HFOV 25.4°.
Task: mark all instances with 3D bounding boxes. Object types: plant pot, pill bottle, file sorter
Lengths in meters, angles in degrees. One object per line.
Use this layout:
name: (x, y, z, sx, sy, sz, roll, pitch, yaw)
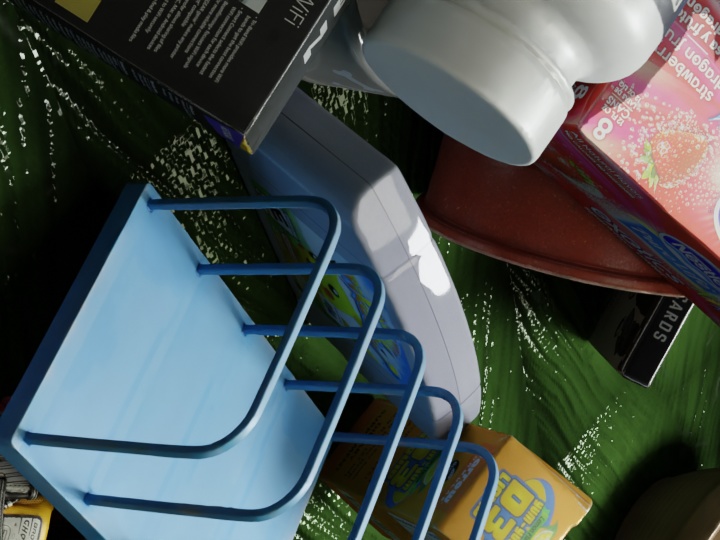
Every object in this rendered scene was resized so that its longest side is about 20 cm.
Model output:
plant pot: (0.143, -0.108, 0.858, 0.200, 0.200, 0.197, -7, 112, -50)
pill bottle: (0.088, -0.145, 0.628, 0.201, 0.111, 0.111, -55, 146, -8)
file sorter: (-0.037, 0.076, 0.714, 0.200, 0.122, 0.139, 56, 45, -41)
plant pot: (0.277, 0.240, 1.358, 0.200, 0.092, 0.202, -32, 138, -34)

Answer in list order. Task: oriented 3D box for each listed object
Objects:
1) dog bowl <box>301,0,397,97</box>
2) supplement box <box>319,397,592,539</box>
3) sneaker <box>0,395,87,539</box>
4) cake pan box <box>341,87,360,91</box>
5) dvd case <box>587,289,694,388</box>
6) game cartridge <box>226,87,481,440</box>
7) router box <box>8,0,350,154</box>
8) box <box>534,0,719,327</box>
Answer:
dog bowl: (0.032, -0.165, 0.691, 0.200, 0.059, 0.201, -31, 135, -37)
supplement box: (0.046, 0.121, 0.885, 0.069, 0.200, 0.067, 43, 77, -17)
sneaker: (-0.172, 0.090, 0.680, 0.199, 0.082, 0.078, 7, 109, -53)
cake pan box: (0.008, -0.183, 0.740, 0.184, 0.052, 0.201, -2, 116, -54)
dvd case: (0.202, -0.005, 1.051, 0.151, 0.025, 0.200, -62, 179, 4)
game cartridge: (0.000, 0.000, 0.789, 0.040, 0.133, 0.200, -41, 141, -16)
router box: (-0.053, -0.169, 0.577, 0.201, 0.157, 0.052, -57, 178, -3)
box: (0.167, -0.045, 0.731, 0.200, 0.100, 0.096, 39, 84, -22)
